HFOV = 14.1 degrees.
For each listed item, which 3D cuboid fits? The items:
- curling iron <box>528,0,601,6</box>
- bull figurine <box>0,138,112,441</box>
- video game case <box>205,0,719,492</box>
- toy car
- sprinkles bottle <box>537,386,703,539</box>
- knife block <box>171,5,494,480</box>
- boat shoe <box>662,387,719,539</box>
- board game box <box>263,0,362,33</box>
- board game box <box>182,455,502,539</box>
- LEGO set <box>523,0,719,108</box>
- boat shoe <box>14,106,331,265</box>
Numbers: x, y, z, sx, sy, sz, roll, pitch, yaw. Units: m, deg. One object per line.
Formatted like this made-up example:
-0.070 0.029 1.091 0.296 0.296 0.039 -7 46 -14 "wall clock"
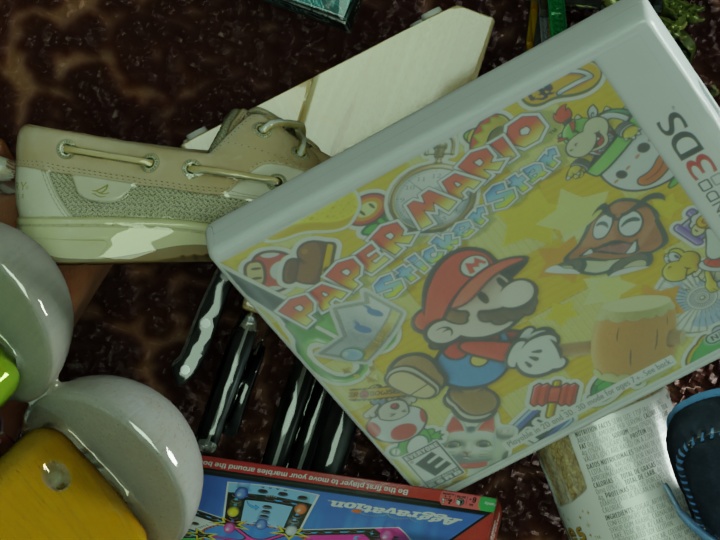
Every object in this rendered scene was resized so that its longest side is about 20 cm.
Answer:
0.048 -0.146 1.307 0.200 0.026 0.050 17 91 -4 "curling iron"
-0.182 0.033 1.270 0.121 0.065 0.200 31 88 -9 "bull figurine"
0.068 -0.002 1.183 0.200 0.023 0.182 -28 130 15 "video game case"
-0.178 0.090 1.177 0.200 0.150 0.175 51 51 -7 "toy car"
0.114 0.086 1.292 0.068 0.068 0.200 -21 92 -4 "sprinkles bottle"
0.000 0.000 1.286 0.200 0.064 0.176 -28 93 -4 "knife block"
0.199 0.130 1.253 0.084 0.069 0.200 -26 124 30 "boat shoe"
-0.075 -0.201 1.279 0.200 0.028 0.135 21 87 5 "board game box"
-0.048 0.130 1.231 0.200 0.019 0.103 7 60 15 "board game box"
0.147 -0.068 1.258 0.200 0.116 0.154 -6 49 -9 "LEGO set"
-0.045 -0.036 1.217 0.200 0.072 0.065 -1 91 1 "boat shoe"
